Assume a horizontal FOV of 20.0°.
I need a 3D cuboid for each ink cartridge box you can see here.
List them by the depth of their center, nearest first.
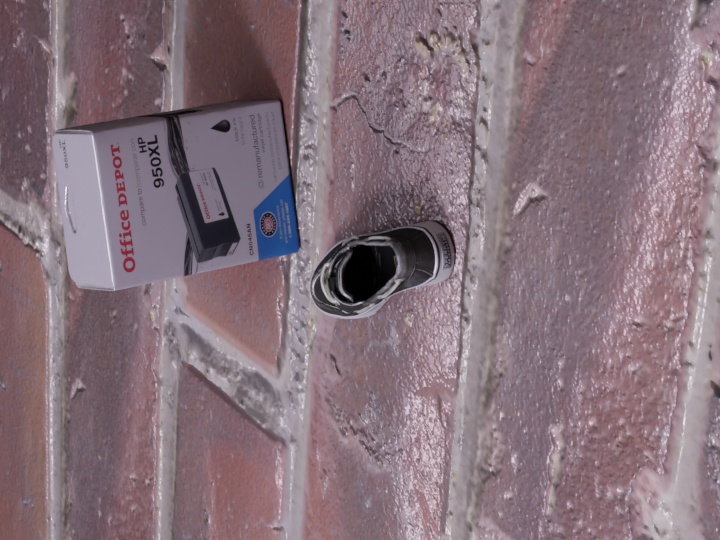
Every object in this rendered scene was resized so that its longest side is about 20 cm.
[{"bbox_3d":[-0.166,-0.070,1.849,0.084,0.199,0.146,5,104,56],"label":"ink cartridge box"}]

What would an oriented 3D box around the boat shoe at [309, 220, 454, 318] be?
[{"bbox_3d":[0.000,0.000,1.745,0.200,0.063,0.071,-24,80,56],"label":"boat shoe"}]
